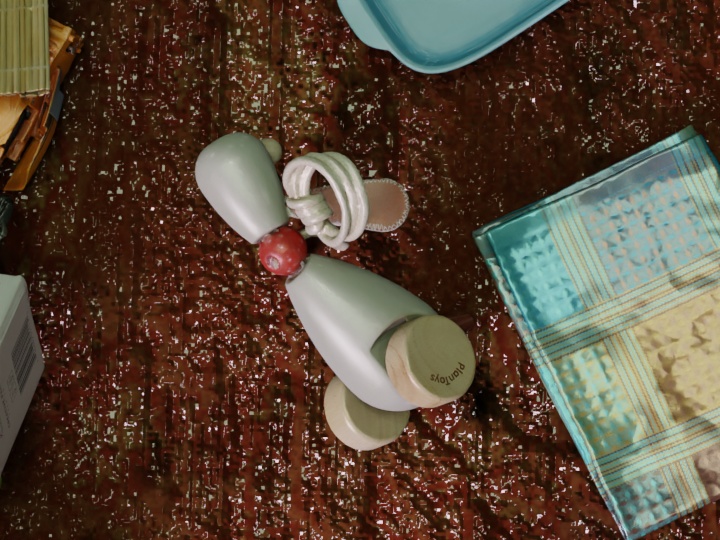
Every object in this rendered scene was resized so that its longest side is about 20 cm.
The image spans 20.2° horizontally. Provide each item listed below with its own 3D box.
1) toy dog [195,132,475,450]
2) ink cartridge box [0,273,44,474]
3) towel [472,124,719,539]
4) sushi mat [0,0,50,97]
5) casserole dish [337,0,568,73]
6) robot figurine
[{"bbox_3d":[0.000,0.000,1.134,0.131,0.096,0.201,-3,118,43],"label":"toy dog"},{"bbox_3d":[-0.298,0.079,1.102,0.199,0.084,0.176,8,49,10],"label":"ink cartridge box"},{"bbox_3d":[0.170,0.035,1.151,0.146,0.022,0.201,-26,82,4],"label":"towel"},{"bbox_3d":[-0.230,-0.185,1.180,0.095,0.012,0.201,-1,64,-8],"label":"sushi mat"},{"bbox_3d":[0.078,-0.196,1.176,0.199,0.039,0.121,-33,82,2],"label":"casserole dish"},{"bbox_3d":[-0.252,-0.072,1.192,0.144,0.058,0.201,29,88,9],"label":"robot figurine"}]
